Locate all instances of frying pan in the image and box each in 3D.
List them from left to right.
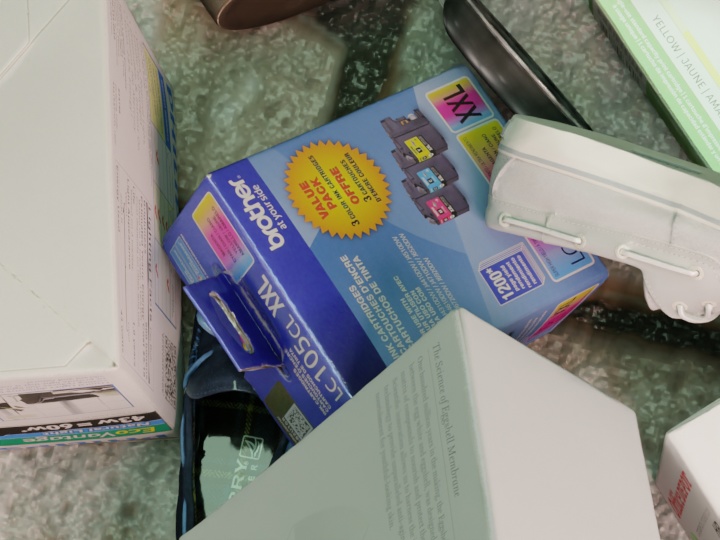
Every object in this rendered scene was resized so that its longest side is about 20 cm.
[{"bbox_3d":[0.056,-0.128,1.479,0.031,0.115,0.190,-42,77,7],"label":"frying pan"}]

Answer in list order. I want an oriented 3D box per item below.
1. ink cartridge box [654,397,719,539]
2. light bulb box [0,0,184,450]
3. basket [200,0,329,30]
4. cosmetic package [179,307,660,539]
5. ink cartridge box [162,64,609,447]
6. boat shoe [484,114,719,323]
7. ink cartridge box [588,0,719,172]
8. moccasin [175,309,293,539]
[{"bbox_3d":[0.253,0.135,1.387,0.146,0.147,0.200,-30,77,-3],"label":"ink cartridge box"},{"bbox_3d":[-0.161,-0.023,1.422,0.125,0.200,0.198,-4,77,4],"label":"light bulb box"},{"bbox_3d":[-0.062,-0.237,1.501,0.180,0.136,0.200,-28,81,15],"label":"basket"},{"bbox_3d":[0.030,0.163,1.314,0.200,0.123,0.199,-42,35,30],"label":"cosmetic package"},{"bbox_3d":[0.000,0.000,1.428,0.200,0.076,0.136,-26,75,-31],"label":"ink cartridge box"},{"bbox_3d":[0.150,-0.013,1.380,0.200,0.072,0.069,20,100,13],"label":"boat shoe"},{"bbox_3d":[0.237,-0.134,1.502,0.200,0.048,0.146,-32,77,-2],"label":"ink cartridge box"},{"bbox_3d":[-0.050,0.065,1.461,0.080,0.068,0.200,1,77,4],"label":"moccasin"}]
